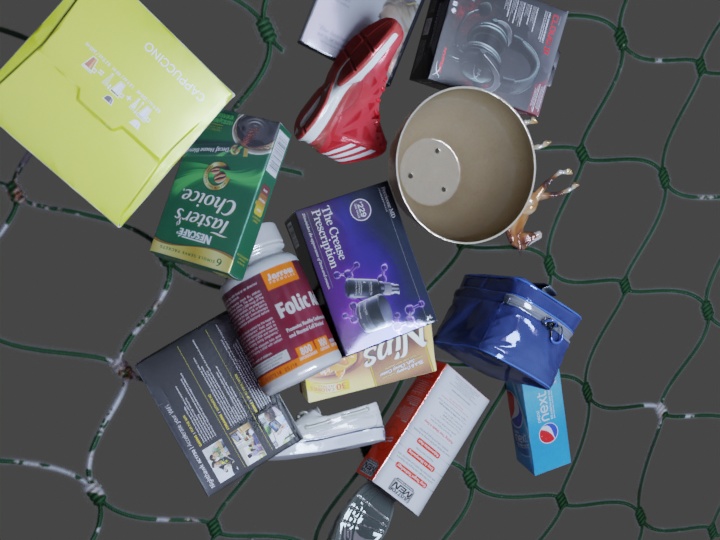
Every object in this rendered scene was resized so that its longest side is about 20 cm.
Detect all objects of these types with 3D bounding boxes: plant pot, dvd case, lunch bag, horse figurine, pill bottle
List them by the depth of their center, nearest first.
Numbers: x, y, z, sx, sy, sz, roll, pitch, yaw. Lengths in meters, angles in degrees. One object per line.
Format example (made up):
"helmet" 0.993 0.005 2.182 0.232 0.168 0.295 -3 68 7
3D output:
"pill bottle" -0.113 0.048 1.161 0.113 0.114 0.202 -24 84 -13
"dvd case" 0.016 -0.368 1.197 0.141 0.018 0.202 21 94 -21
"plant pot" 0.119 -0.138 1.214 0.198 0.134 0.203 -1 93 -17
"lunch bag" 0.210 0.075 1.261 0.135 0.199 0.134 31 78 -24
"horse figurine" 0.232 -0.134 1.299 0.132 0.050 0.200 -35 121 12

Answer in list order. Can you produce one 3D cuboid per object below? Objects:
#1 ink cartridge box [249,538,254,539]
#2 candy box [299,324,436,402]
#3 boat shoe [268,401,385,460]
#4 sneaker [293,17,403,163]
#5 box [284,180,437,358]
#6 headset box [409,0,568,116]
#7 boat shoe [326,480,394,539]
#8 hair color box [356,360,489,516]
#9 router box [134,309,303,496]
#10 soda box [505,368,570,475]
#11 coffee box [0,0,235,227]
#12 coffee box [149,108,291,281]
"ink cartridge box" -0.176 0.517 1.288 0.200 0.083 0.146 -43 112 -7
"candy box" 0.005 0.105 1.276 0.197 0.055 0.117 -12 105 -17
"boat shoe" -0.065 0.227 1.275 0.197 0.072 0.067 -9 74 -4
"sneaker" 0.011 -0.230 1.193 0.115 0.079 0.200 31 114 -32
"box" 0.000 0.000 1.206 0.140 0.079 0.202 -20 88 -19
"headset box" 0.185 -0.308 1.238 0.198 0.077 0.151 14 97 -20
"boat shoe" -0.017 0.401 1.328 0.074 0.065 0.204 31 76 -13
"hair color box" 0.093 0.243 1.316 0.101 0.061 0.201 41 75 -22
"router box" -0.188 0.174 1.198 0.148 0.051 0.202 -29 92 -11
"soda box" 0.271 0.207 1.387 0.067 0.064 0.203 -15 106 -15
"coffee box" -0.293 -0.201 1.028 0.200 0.198 0.200 43 86 -22
"coffee box" -0.174 -0.098 1.118 0.122 0.044 0.202 16 82 19
